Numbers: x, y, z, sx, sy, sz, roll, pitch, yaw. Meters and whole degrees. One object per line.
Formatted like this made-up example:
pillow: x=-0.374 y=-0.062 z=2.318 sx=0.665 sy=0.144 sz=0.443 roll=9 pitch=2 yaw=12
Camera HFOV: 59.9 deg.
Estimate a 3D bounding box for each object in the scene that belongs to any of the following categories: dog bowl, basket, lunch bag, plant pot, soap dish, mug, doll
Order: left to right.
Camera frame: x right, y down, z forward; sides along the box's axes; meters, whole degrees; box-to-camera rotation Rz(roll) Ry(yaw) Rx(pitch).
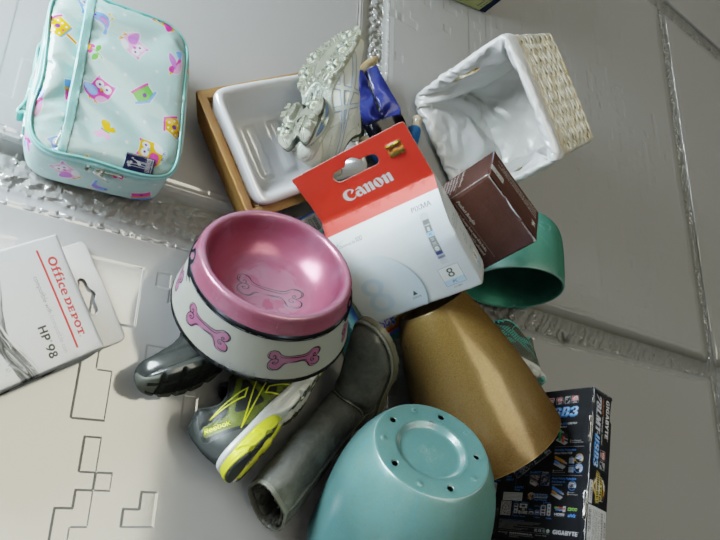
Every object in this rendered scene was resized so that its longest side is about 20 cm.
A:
lunch bag: x=-0.268 y=-0.182 z=0.660 sx=0.158 sy=0.077 sz=0.205 roll=13 pitch=69 yaw=-34
dog bowl: x=-0.096 y=0.016 z=0.661 sx=0.196 sy=0.075 sz=0.202 roll=16 pitch=36 yaw=-12
soap dish: x=-0.098 y=-0.159 z=0.783 sx=0.198 sy=0.081 sz=0.160 roll=-25 pitch=92 yaw=-39
doll: x=0.041 y=-0.214 z=0.930 sx=0.135 sy=0.048 sz=0.204 roll=-23 pitch=91 yaw=-39
plant pot: x=0.054 y=0.245 z=0.665 sx=0.196 sy=0.164 sz=0.202 roll=13 pitch=29 yaw=-7
plant pot: x=0.132 y=0.134 z=0.801 sx=0.185 sy=0.185 sz=0.203 roll=-29 pitch=97 yaw=-39
basket: x=0.228 y=-0.243 z=0.993 sx=0.160 sy=0.197 sz=0.203 roll=-27 pitch=92 yaw=-43
mug: x=0.230 y=-0.019 z=0.968 sx=0.148 sy=0.186 sz=0.117 roll=9 pitch=66 yaw=-9

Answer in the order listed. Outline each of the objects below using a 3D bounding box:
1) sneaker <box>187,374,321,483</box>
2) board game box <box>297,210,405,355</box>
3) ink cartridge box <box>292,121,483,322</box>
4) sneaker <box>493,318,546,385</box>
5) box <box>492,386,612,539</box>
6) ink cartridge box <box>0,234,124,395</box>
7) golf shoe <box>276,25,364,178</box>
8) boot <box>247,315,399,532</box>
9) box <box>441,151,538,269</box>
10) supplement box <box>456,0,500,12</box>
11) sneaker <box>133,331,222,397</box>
sneaker: x=-0.108 y=0.135 z=0.691 sx=0.084 sy=0.075 sz=0.200 roll=35 pitch=38 yaw=8
board game box: x=0.000 y=0.000 z=0.835 sx=0.151 sy=0.045 sz=0.203 roll=-33 pitch=97 yaw=-40
ink cartridge box: x=0.030 y=-0.044 z=0.716 sx=0.201 sy=0.158 sz=0.048 roll=55 pitch=30 yaw=-25
sneaker: x=0.203 y=0.108 z=0.956 sx=0.199 sy=0.077 sz=0.093 roll=35 pitch=42 yaw=-29
box: x=0.234 y=0.267 z=0.837 sx=0.049 sy=0.198 sz=0.202 roll=32 pitch=58 yaw=-27
ink cartridge box: x=-0.316 y=0.044 z=0.561 sx=0.198 sy=0.066 sz=0.118 roll=-25 pitch=92 yaw=-40
golf shoe: x=-0.032 y=-0.204 z=0.765 sx=0.097 sy=0.077 sz=0.203 roll=43 pitch=58 yaw=-40
boot: x=-0.043 y=0.169 z=0.695 sx=0.199 sy=0.072 sz=0.185 roll=-32 pitch=137 yaw=-38
box: x=0.109 y=-0.044 z=0.772 sx=0.101 sy=0.198 sz=0.075 roll=49 pitch=36 yaw=-16
supplement box: x=0.188 y=-0.608 z=1.107 sx=0.197 sy=0.133 sz=0.205 roll=1 pitch=75 yaw=-37
sneaker: x=-0.161 y=0.072 z=0.684 sx=0.198 sy=0.076 sz=0.080 roll=-21 pitch=72 yaw=-43
